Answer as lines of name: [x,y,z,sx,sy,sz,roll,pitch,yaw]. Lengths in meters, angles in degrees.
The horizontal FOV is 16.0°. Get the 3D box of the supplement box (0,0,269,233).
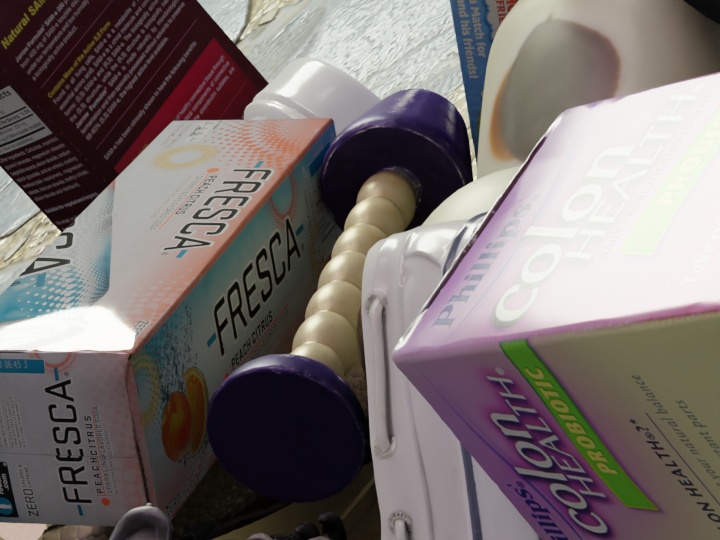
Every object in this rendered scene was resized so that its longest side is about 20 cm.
supplement box: [-0.101,-0.064,1.171,0.061,0.200,0.109,-15,32,49]

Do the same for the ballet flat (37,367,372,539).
ballet flat: [-0.024,0.055,0.886,0.199,0.047,0.067,-23,1,-6]

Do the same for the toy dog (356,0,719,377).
toy dog: [0.085,-0.015,0.807,0.139,0.195,0.200,-8,30,32]

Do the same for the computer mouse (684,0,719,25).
computer mouse: [0.157,-0.086,0.763,0.138,0.053,0.200,-41,46,-12]

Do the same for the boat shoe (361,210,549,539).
boat shoe: [0.038,0.085,0.709,0.065,0.201,0.073,-5,-3,39]

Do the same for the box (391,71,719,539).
box: [0.142,0.040,0.617,0.200,0.176,0.097,-12,35,51]

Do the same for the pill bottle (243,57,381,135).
pill bottle: [-0.063,0.010,1.079,0.200,0.120,0.119,-47,23,-17]

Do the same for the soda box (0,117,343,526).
soda box: [-0.065,0.011,0.874,0.068,0.064,0.200,0,24,19]

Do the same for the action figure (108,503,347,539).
action figure: [-0.027,0.124,0.791,0.118,0.200,0.103,10,86,17]

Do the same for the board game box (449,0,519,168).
board game box: [0.065,-0.098,0.982,0.036,0.201,0.152,-4,34,14]

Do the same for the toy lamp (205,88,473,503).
toy lamp: [0.000,0.000,0.864,0.058,0.058,0.200,-27,22,30]

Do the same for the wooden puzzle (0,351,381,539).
wooden puzzle: [-0.054,0.069,0.952,0.200,0.037,0.185,30,68,30]
